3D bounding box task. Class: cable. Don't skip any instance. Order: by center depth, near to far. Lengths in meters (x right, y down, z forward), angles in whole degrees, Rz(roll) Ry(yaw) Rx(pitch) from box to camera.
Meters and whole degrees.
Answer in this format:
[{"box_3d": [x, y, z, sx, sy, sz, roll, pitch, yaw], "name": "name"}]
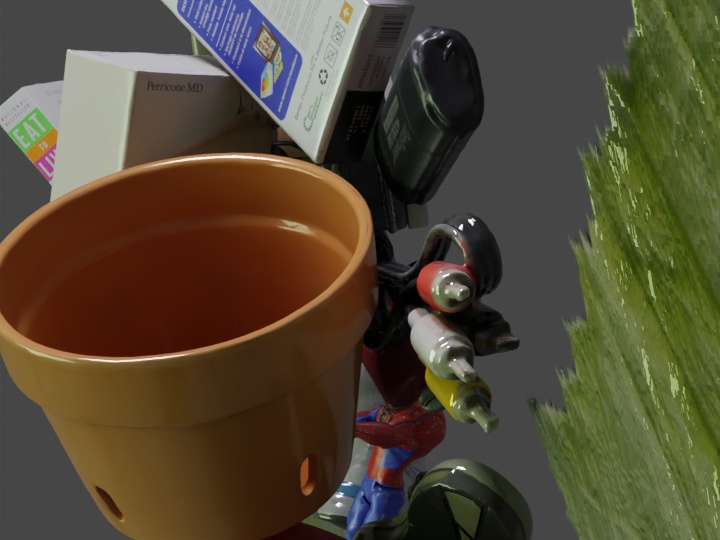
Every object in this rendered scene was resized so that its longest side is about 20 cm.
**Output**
[{"box_3d": [0.024, 0.014, 1.328, 0.200, 0.050, 0.097, -159, 57, -65], "name": "cable"}]

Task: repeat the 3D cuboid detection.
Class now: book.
[{"box_3d": [-0.137, -0.026, 1.624, 0.200, 0.048, 0.134, 50, -173, 2], "name": "book"}]

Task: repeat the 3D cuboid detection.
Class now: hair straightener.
[{"box_3d": [0.000, 0.000, 1.491, 0.077, 0.041, 0.200, 10, -144, -52], "name": "hair straightener"}]

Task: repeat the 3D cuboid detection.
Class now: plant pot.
[{"box_3d": [-0.083, 0.048, 1.371, 0.200, 0.199, 0.140, -112, 11, -58], "name": "plant pot"}]

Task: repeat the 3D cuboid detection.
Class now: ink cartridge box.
[{"box_3d": [-0.047, -0.148, 1.440, 0.200, 0.037, 0.095, 46, 126, 41], "name": "ink cartridge box"}]

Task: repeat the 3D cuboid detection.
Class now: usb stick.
[{"box_3d": [0.032, -0.074, 1.319, 0.200, 0.033, 0.056, 120, 132, -79], "name": "usb stick"}]

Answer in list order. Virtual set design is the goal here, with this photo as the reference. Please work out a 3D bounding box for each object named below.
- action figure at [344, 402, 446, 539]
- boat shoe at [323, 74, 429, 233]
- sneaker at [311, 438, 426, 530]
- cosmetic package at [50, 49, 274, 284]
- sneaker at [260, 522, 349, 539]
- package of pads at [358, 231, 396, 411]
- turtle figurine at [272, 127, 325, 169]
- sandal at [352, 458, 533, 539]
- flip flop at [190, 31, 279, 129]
[{"box_3d": [-0.012, 0.131, 1.556, 0.065, 0.099, 0.201, -128, 54, -63], "name": "action figure"}, {"box_3d": [-0.009, -0.091, 1.501, 0.200, 0.062, 0.073, -107, 6, -49], "name": "boat shoe"}, {"box_3d": [0.016, 0.131, 1.705, 0.200, 0.075, 0.087, 80, -150, -82], "name": "sneaker"}, {"box_3d": [-0.115, -0.018, 1.490, 0.073, 0.103, 0.201, 21, 108, 49], "name": "cosmetic package"}, {"box_3d": [0.025, 0.157, 1.330, 0.078, 0.200, 0.116, -50, -20, -40], "name": "sneaker"}, {"box_3d": [-0.017, 0.030, 1.710, 0.200, 0.075, 0.121, 100, 155, -72], "name": "package of pads"}, {"box_3d": [-0.065, -0.079, 1.610, 0.200, 0.161, 0.065, -95, 14, -45], "name": "turtle figurine"}, {"box_3d": [0.053, 0.131, 1.375, 0.057, 0.080, 0.201, -57, 3, -23], "name": "sandal"}, {"box_3d": [-0.085, -0.174, 1.530, 0.058, 0.081, 0.201, -22, -76, -63], "name": "flip flop"}]
